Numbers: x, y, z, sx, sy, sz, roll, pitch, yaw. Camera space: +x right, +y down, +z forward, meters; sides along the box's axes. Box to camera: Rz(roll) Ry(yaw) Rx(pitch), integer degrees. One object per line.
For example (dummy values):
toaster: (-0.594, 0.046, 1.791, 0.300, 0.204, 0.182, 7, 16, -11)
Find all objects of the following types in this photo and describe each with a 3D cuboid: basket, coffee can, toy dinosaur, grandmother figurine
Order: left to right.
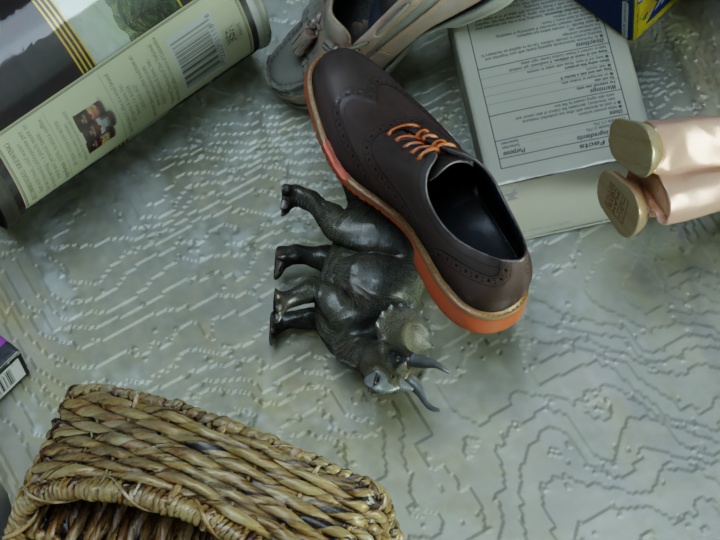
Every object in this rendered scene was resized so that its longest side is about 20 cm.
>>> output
coffee can: (-0.176, -0.141, 1.421, 0.200, 0.146, 0.146, -36, 64, -12)
basket: (-0.093, 0.165, 1.254, 0.200, 0.143, 0.149, 18, 66, 16)
toy dinosaur: (0.000, 0.000, 1.379, 0.102, 0.077, 0.200, 6, 58, -3)
grandmother figurine: (0.234, -0.062, 1.349, 0.200, 0.121, 0.061, -10, 47, -25)

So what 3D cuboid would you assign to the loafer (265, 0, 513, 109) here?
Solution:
loafer: (0.010, -0.161, 1.400, 0.200, 0.063, 0.072, -26, 60, 35)

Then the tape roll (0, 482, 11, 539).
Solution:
tape roll: (-0.259, 0.191, 1.229, 0.071, 0.203, 0.203, 17, 66, 14)

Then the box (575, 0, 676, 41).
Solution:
box: (0.111, -0.227, 1.395, 0.070, 0.064, 0.200, -42, 65, -17)

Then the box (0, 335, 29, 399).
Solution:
box: (-0.318, 0.046, 1.405, 0.200, 0.036, 0.143, 38, 72, 21)

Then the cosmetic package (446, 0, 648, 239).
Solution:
cosmetic package: (0.109, -0.126, 1.418, 0.103, 0.073, 0.200, -11, 62, 1)

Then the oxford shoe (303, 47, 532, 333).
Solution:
oxford shoe: (0.038, -0.062, 1.334, 0.071, 0.073, 0.200, -28, 67, -25)
